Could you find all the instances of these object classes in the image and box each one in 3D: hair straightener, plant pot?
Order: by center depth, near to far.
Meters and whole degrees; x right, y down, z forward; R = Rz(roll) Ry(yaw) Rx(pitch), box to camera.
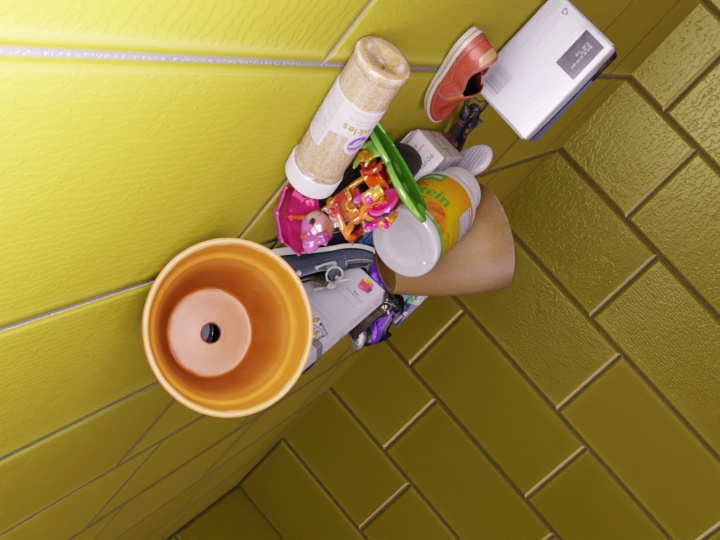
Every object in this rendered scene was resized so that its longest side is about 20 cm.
[{"bbox_3d":[-0.174,0.072,1.180,0.199,0.201,0.183,-40,-173,-16],"label":"plant pot"},{"bbox_3d":[0.129,-0.032,1.623,0.196,0.189,0.187,-16,163,-17],"label":"plant pot"},{"bbox_3d":[0.181,-0.260,1.693,0.077,0.041,0.201,-41,167,-18],"label":"hair straightener"}]

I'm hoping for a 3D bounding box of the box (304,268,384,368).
[{"bbox_3d":[-0.084,0.049,1.512,0.199,0.156,0.041,-40,160,-24],"label":"box"}]

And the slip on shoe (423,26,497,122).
[{"bbox_3d":[0.142,-0.266,1.377,0.074,0.061,0.200,-41,172,-25],"label":"slip on shoe"}]

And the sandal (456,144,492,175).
[{"bbox_3d":[0.170,-0.165,1.704,0.205,0.059,0.080,-8,-127,54],"label":"sandal"}]

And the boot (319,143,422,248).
[{"bbox_3d":[-0.001,-0.103,1.452,0.199,0.074,0.151,-38,169,-13],"label":"boot"}]

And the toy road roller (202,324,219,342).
[{"bbox_3d":[-0.163,0.120,1.387,0.196,0.149,0.123,-14,172,3],"label":"toy road roller"}]

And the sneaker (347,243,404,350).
[{"bbox_3d":[0.031,0.041,1.707,0.098,0.070,0.204,-6,121,-19],"label":"sneaker"}]

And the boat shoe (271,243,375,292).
[{"bbox_3d":[-0.061,-0.002,1.441,0.197,0.063,0.075,-4,162,-35],"label":"boat shoe"}]

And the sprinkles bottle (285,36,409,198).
[{"bbox_3d":[-0.018,-0.168,1.083,0.068,0.068,0.201,-34,167,-44],"label":"sprinkles bottle"}]

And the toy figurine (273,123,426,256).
[{"bbox_3d":[-0.024,-0.079,1.216,0.182,0.151,0.201,-33,-145,11],"label":"toy figurine"}]

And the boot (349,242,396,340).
[{"bbox_3d":[0.000,0.000,1.602,0.069,0.175,0.201,-27,162,-48],"label":"boot"}]

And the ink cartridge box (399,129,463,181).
[{"bbox_3d":[0.091,-0.167,1.586,0.117,0.068,0.200,-46,171,18],"label":"ink cartridge box"}]

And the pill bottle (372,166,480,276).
[{"bbox_3d":[0.109,-0.083,1.470,0.111,0.111,0.200,-50,175,41],"label":"pill bottle"}]

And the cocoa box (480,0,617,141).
[{"bbox_3d":[0.302,-0.328,1.571,0.200,0.134,0.131,-46,171,17],"label":"cocoa box"}]

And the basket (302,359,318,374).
[{"bbox_3d":[-0.086,0.079,1.751,0.200,0.135,0.183,-38,155,-61],"label":"basket"}]

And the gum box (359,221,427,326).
[{"bbox_3d":[0.051,-0.016,1.737,0.170,0.199,0.045,-44,-151,14],"label":"gum box"}]
